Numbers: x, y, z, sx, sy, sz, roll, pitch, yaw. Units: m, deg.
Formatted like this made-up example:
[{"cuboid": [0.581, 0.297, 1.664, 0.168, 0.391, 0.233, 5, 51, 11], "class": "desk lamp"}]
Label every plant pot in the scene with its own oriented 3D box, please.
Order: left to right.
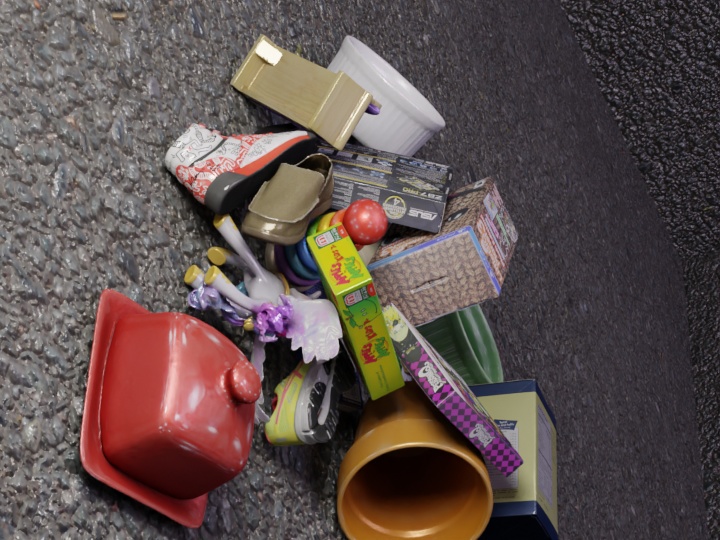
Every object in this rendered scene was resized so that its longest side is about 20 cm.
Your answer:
[{"cuboid": [0.065, 0.249, 1.544, 0.202, 0.198, 0.184, 58, 14, -28], "class": "plant pot"}]

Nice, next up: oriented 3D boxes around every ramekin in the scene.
[{"cuboid": [0.025, -0.251, 1.773, 0.200, 0.098, 0.201, 40, 13, -11], "class": "ramekin"}, {"cuboid": [0.139, 0.108, 1.833, 0.201, 0.096, 0.201, 57, 18, -30], "class": "ramekin"}]

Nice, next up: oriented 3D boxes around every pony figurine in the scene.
[{"cuboid": [-0.108, 0.049, 1.363, 0.199, 0.166, 0.195, 38, 32, -28], "class": "pony figurine"}]

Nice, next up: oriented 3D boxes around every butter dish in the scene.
[{"cuboid": [-0.165, 0.127, 1.170, 0.199, 0.146, 0.203, 44, 37, -47], "class": "butter dish"}]

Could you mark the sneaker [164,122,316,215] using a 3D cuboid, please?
[{"cuboid": [-0.144, -0.146, 1.403, 0.107, 0.068, 0.201, 38, 42, 15], "class": "sneaker"}]

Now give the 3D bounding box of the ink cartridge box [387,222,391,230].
[{"cuboid": [0.022, -0.034, 1.728, 0.202, 0.086, 0.145, 65, 26, -12], "class": "ink cartridge box"}]

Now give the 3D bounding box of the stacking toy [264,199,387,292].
[{"cuboid": [-0.036, -0.035, 1.447, 0.084, 0.199, 0.087, 11, 70, -33], "class": "stacking toy"}]

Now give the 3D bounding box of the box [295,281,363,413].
[{"cuboid": [-0.049, 0.082, 1.571, 0.121, 0.032, 0.203, 27, 51, -57], "class": "box"}]

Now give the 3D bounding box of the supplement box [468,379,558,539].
[{"cuboid": [0.173, 0.283, 1.680, 0.135, 0.197, 0.203, 56, 33, -51], "class": "supplement box"}]

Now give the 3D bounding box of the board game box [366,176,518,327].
[{"cuboid": [0.112, -0.023, 1.584, 0.098, 0.157, 0.200, 62, 24, -16], "class": "board game box"}]

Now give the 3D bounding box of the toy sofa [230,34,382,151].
[{"cuboid": [-0.071, -0.226, 1.526, 0.097, 0.199, 0.084, 34, 89, -46], "class": "toy sofa"}]

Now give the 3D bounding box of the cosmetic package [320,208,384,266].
[{"cuboid": [0.000, 0.000, 1.609, 0.202, 0.072, 0.104, 65, 24, -12], "class": "cosmetic package"}]

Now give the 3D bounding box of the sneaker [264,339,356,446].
[{"cuboid": [-0.067, 0.142, 1.430, 0.079, 0.089, 0.201, 59, 26, -18], "class": "sneaker"}]

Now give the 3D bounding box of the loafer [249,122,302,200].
[{"cuboid": [-0.114, -0.143, 1.548, 0.200, 0.072, 0.072, -50, 131, -57], "class": "loafer"}]

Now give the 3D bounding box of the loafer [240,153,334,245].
[{"cuboid": [-0.083, -0.087, 1.374, 0.200, 0.075, 0.069, -54, 156, -64], "class": "loafer"}]

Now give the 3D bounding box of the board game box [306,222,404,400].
[{"cuboid": [-0.004, 0.052, 1.395, 0.202, 0.047, 0.102, 72, -9, -46], "class": "board game box"}]

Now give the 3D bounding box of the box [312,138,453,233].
[{"cuboid": [0.022, -0.118, 1.569, 0.162, 0.196, 0.050, -71, 173, -69], "class": "box"}]

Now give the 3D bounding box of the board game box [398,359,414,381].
[{"cuboid": [0.053, 0.188, 1.730, 0.105, 0.023, 0.202, 55, 30, -30], "class": "board game box"}]

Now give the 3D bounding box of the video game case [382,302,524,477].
[{"cuboid": [0.112, 0.151, 1.486, 0.200, 0.036, 0.182, 47, 5, -42], "class": "video game case"}]
